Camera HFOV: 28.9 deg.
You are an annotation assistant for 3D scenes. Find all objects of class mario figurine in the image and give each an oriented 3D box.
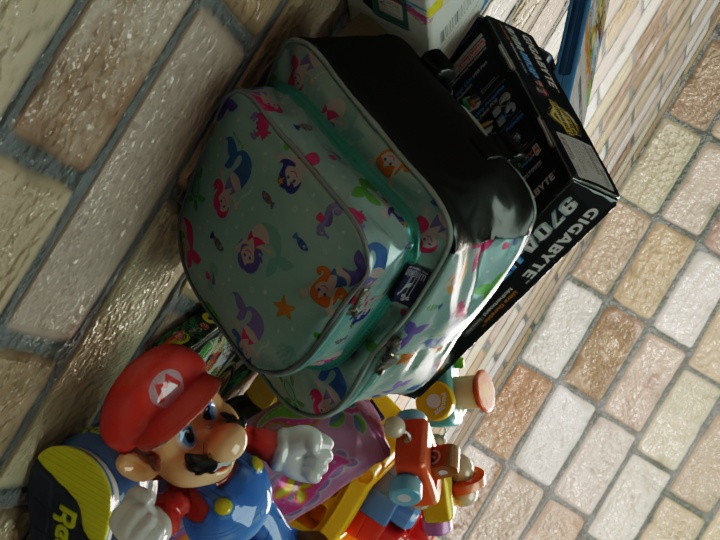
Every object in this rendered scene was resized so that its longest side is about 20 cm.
[{"bbox_3d":[-0.074,0.127,0.801,0.124,0.106,0.200,-94,161,-56],"label":"mario figurine"}]

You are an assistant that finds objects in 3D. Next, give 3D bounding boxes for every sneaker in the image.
[{"bbox_3d":[-0.168,0.173,0.876,0.082,0.074,0.200,-45,162,-53],"label":"sneaker"}]

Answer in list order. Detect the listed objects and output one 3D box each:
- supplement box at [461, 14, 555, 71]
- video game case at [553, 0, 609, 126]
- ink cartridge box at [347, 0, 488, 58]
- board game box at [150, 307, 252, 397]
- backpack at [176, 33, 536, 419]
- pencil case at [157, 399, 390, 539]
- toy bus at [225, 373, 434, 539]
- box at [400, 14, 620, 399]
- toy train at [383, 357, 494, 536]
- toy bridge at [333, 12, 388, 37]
[{"bbox_3d":[0.083,-0.123,1.071,0.109,0.109,0.200,-60,168,3],"label":"supplement box"},{"bbox_3d":[0.162,-0.155,1.045,0.143,0.018,0.201,65,38,-68],"label":"video game case"},{"bbox_3d":[0.044,-0.210,0.820,0.116,0.067,0.200,-56,167,-11],"label":"ink cartridge box"},{"bbox_3d":[-0.098,0.055,0.983,0.200,0.023,0.105,-39,156,-56],"label":"board game box"},{"bbox_3d":[-0.015,-0.015,0.812,0.150,0.178,0.200,-17,147,-37],"label":"backpack"},{"bbox_3d":[-0.075,0.143,0.986,0.200,0.088,0.087,-32,164,-3],"label":"pencil case"},{"bbox_3d":[-0.031,0.177,1.127,0.200,0.192,0.136,-61,170,32],"label":"toy bus"},{"bbox_3d":[0.059,-0.040,0.902,0.046,0.159,0.200,19,126,-36],"label":"box"},{"bbox_3d":[0.063,0.109,1.032,0.200,0.055,0.151,-81,161,-46],"label":"toy train"},{"bbox_3d":[-0.015,-0.092,0.937,0.067,0.027,0.200,-44,166,-17],"label":"toy bridge"}]
